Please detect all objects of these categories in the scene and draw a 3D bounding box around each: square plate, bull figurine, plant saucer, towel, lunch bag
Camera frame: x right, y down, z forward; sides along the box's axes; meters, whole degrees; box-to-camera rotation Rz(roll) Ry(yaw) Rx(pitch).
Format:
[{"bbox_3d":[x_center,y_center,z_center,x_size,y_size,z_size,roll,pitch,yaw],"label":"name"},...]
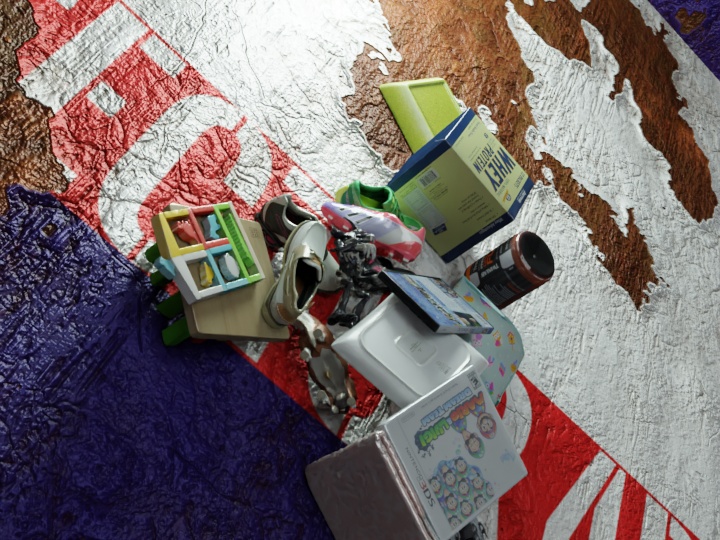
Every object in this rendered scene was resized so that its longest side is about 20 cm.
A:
[{"bbox_3d":[0.084,0.126,1.340,0.197,0.029,0.199,39,44,15],"label":"square plate"},{"bbox_3d":[-0.062,0.138,1.360,0.202,0.064,0.121,60,3,-3],"label":"bull figurine"},{"bbox_3d":[0.160,-0.337,1.869,0.198,0.048,0.203,-18,78,-45],"label":"plant saucer"},{"bbox_3d":[0.015,0.342,1.232,0.032,0.199,0.193,-21,80,-43],"label":"towel"},{"bbox_3d":[0.198,0.142,1.565,0.200,0.122,0.170,46,44,0],"label":"lunch bag"}]

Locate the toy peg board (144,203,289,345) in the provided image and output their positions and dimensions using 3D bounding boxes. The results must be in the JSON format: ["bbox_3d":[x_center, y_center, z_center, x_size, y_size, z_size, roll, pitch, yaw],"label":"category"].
[{"bbox_3d":[-0.228,0.024,1.311,0.198,0.097,0.204,10,58,-54],"label":"toy peg board"}]

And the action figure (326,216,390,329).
[{"bbox_3d":[0.000,0.000,1.430,0.119,0.100,0.204,40,49,-49],"label":"action figure"}]

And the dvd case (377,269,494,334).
[{"bbox_3d":[0.128,0.054,1.430,0.143,0.018,0.198,44,20,29],"label":"dvd case"}]

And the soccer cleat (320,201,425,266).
[{"bbox_3d":[0.023,-0.082,1.554,0.197,0.067,0.077,28,76,1],"label":"soccer cleat"}]

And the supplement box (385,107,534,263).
[{"bbox_3d":[0.191,-0.162,1.682,0.200,0.199,0.135,47,46,-8],"label":"supplement box"}]

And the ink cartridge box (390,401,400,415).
[{"bbox_3d":[0.114,0.227,1.387,0.082,0.146,0.202,13,43,-17],"label":"ink cartridge box"}]

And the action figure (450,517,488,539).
[{"bbox_3d":[0.152,0.367,1.426,0.127,0.070,0.203,-2,61,-21],"label":"action figure"}]

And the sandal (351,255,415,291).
[{"bbox_3d":[0.047,0.002,1.561,0.197,0.045,0.076,9,42,-40],"label":"sandal"}]

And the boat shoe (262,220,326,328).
[{"bbox_3d":[-0.086,0.001,1.345,0.075,0.068,0.203,42,48,-31],"label":"boat shoe"}]

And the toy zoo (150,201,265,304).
[{"bbox_3d":[-0.225,-0.027,1.238,0.199,0.020,0.133,-18,82,-60],"label":"toy zoo"}]

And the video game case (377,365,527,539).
[{"bbox_3d":[0.137,0.261,1.244,0.198,0.024,0.185,-25,87,-37],"label":"video game case"}]

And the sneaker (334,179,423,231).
[{"bbox_3d":[0.046,-0.105,1.607,0.198,0.083,0.075,25,51,-28],"label":"sneaker"}]

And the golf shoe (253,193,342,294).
[{"bbox_3d":[-0.091,-0.041,1.452,0.200,0.088,0.078,44,43,-14],"label":"golf shoe"}]

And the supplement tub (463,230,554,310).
[{"bbox_3d":[0.267,0.014,1.641,0.106,0.199,0.109,21,52,-29],"label":"supplement tub"}]
